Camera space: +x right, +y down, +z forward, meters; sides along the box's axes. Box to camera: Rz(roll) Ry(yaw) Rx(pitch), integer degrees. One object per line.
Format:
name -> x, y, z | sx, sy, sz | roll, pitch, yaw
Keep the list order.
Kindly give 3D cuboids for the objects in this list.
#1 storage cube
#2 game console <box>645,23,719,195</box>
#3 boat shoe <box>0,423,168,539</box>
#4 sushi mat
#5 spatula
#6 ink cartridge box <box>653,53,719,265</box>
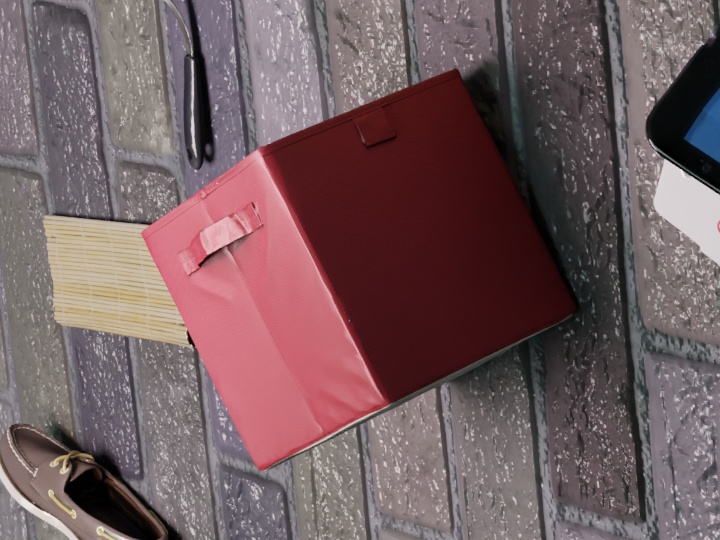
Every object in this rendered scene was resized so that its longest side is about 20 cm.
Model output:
storage cube -> 0.000, 0.000, 1.867 | 0.171, 0.200, 0.180 | -31, 83, 53
game console -> 0.272, -0.100, 1.465 | 0.200, 0.119, 0.172 | 35, 139, 15
boat shoe -> -0.225, 0.183, 2.345 | 0.200, 0.072, 0.060 | 43, 128, 31
sushi mat -> -0.192, 0.007, 2.281 | 0.200, 0.012, 0.096 | 7, 107, 53
spatula -> -0.132, -0.172, 2.125 | 0.057, 0.021, 0.200 | 18, 119, 64
ink cartridge box -> 0.262, -0.035, 1.600 | 0.200, 0.067, 0.116 | 42, 133, 37
